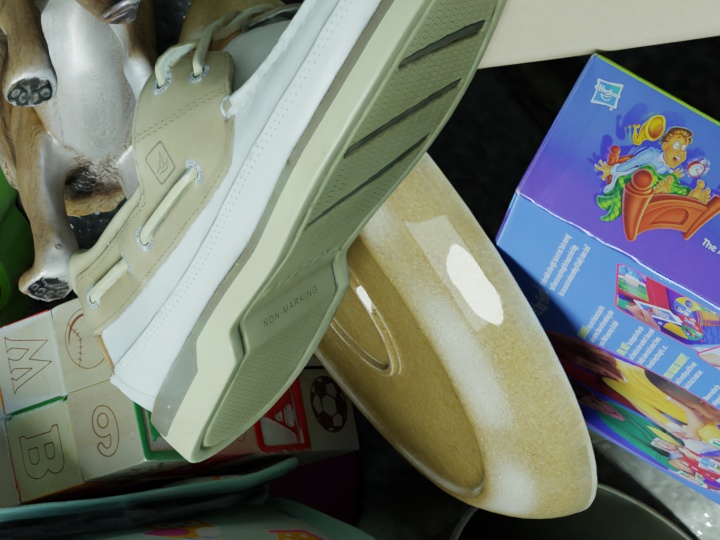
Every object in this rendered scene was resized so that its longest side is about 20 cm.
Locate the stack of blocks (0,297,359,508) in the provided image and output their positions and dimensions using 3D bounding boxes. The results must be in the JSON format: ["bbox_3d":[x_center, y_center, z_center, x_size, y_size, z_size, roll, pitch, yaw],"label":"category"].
[{"bbox_3d":[-0.115,0.059,0.968,0.199,0.115,0.059,-19,79,35],"label":"stack of blocks"}]

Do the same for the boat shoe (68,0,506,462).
[{"bbox_3d":[-0.027,-0.034,0.731,0.068,0.075,0.200,43,130,14],"label":"boat shoe"}]

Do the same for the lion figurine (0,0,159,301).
[{"bbox_3d":[-0.087,-0.069,0.842,0.072,0.123,0.200,-3,151,-15],"label":"lion figurine"}]

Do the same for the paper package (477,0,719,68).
[{"bbox_3d":[0.074,-0.157,0.686,0.199,0.104,0.191,-5,125,33],"label":"paper package"}]

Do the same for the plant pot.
[{"bbox_3d":[0.000,0.000,0.850,0.200,0.027,0.200,51,167,16],"label":"plant pot"}]

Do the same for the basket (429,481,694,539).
[{"bbox_3d":[0.036,0.176,0.995,0.180,0.136,0.200,46,140,-14],"label":"basket"}]

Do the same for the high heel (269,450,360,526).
[{"bbox_3d":[-0.059,0.127,1.029,0.067,0.096,0.200,30,137,4],"label":"high heel"}]

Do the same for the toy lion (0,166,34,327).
[{"bbox_3d":[-0.220,-0.034,1.013,0.191,0.069,0.201,-5,127,26],"label":"toy lion"}]

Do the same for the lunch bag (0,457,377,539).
[{"bbox_3d":[-0.075,0.131,0.881,0.200,0.170,0.123,32,122,49],"label":"lunch bag"}]

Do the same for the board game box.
[{"bbox_3d":[0.102,0.017,0.802,0.134,0.045,0.200,30,167,3],"label":"board game box"}]
